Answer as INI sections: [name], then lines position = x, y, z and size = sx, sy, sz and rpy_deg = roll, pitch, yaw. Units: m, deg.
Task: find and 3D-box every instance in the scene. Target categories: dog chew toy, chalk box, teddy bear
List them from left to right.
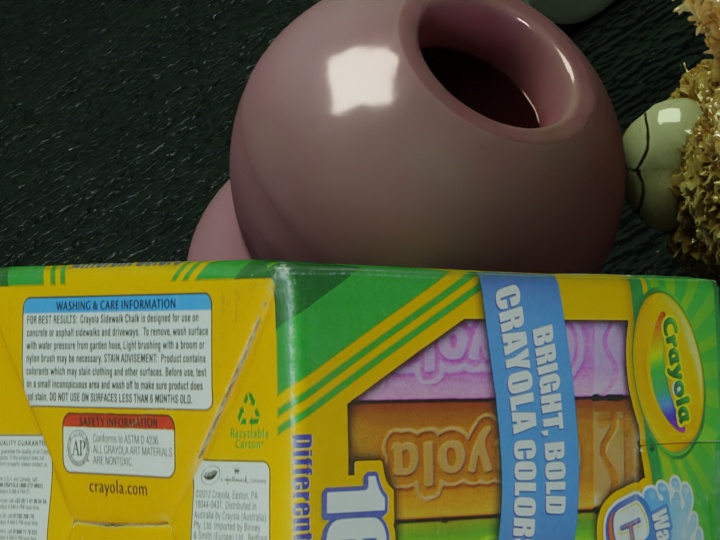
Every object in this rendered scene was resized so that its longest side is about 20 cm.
[dog chew toy]
position = 0.000, 0.000, 0.872
size = 0.200, 0.124, 0.125
rpy_deg = -56, 1, 41
[chalk box]
position = 0.016, 0.061, 0.707
size = 0.200, 0.124, 0.125
rpy_deg = 1, -3, -44
[teddy bear]
position = 0.122, -0.026, 0.799
size = 0.067, 0.145, 0.200
rpy_deg = -22, 28, -4

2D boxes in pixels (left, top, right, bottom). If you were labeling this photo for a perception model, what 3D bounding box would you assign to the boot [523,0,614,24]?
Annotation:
[boot]
position = 0.126, -0.188, 1.210
size = 0.200, 0.073, 0.090
rpy_deg = -35, 29, -12
